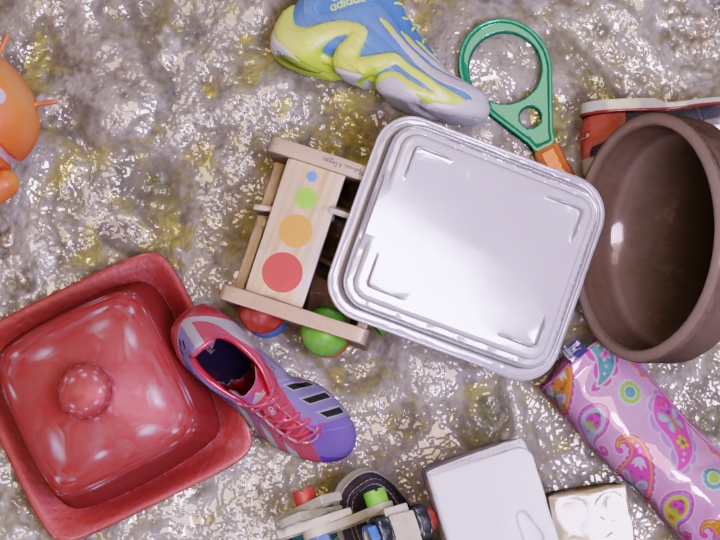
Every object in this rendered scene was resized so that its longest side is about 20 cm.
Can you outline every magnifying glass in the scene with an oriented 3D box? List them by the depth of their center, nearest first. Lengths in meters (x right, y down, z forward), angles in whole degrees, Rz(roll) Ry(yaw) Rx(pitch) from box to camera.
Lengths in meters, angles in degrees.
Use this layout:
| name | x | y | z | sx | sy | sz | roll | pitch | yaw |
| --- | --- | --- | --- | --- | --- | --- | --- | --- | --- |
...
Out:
| name | x | y | z | sx | sy | sz | roll | pitch | yaw |
| --- | --- | --- | --- | --- | --- | --- | --- | --- | --- |
| magnifying glass | 0.149 | -0.124 | 1.666 | 0.079 | 0.022 | 0.201 | -26 | 83 | -1 |

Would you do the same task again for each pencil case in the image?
| name | x | y | z | sx | sy | sz | roll | pitch | yaw |
| --- | --- | --- | --- | --- | --- | --- | --- | --- | --- |
| pencil case | 0.239 | 0.137 | 1.607 | 0.087 | 0.087 | 0.200 | -42 | 83 | -2 |

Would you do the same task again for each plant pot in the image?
| name | x | y | z | sx | sy | sz | roll | pitch | yaw |
| --- | --- | --- | --- | --- | --- | --- | --- | --- | --- |
| plant pot | 0.296 | -0.023 | 1.570 | 0.174 | 0.200 | 0.201 | 2 | 84 | -28 |

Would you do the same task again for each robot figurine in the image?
| name | x | y | z | sx | sy | sz | roll | pitch | yaw |
| --- | --- | --- | --- | --- | --- | --- | --- | --- | --- |
| robot figurine | -0.355 | -0.112 | 1.632 | 0.200 | 0.144 | 0.117 | -37 | 120 | -1 |

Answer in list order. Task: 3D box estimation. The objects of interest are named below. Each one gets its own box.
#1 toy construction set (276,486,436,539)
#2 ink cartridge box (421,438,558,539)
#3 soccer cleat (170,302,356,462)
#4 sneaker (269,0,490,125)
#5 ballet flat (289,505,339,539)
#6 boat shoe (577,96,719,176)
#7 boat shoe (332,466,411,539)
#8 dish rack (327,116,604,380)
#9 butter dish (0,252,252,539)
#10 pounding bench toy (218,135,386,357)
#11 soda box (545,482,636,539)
| name | x | y | z | sx | sy | sz | roll | pitch | yaw |
| --- | --- | --- | --- | --- | --- | --- | --- | --- | --- |
| toy construction set | 0.018 | 0.247 | 1.503 | 0.092 | 0.131 | 0.200 | -28 | 83 | -26 |
| ink cartridge box | 0.109 | 0.215 | 1.546 | 0.086 | 0.200 | 0.147 | -17 | 84 | 0 |
| soccer cleat | -0.077 | 0.103 | 1.592 | 0.067 | 0.077 | 0.200 | -44 | 115 | 6 |
| sneaker | 0.027 | -0.197 | 1.648 | 0.199 | 0.076 | 0.105 | 20 | 85 | 4 |
| ballet flat | -0.051 | 0.266 | 1.620 | 0.200 | 0.076 | 0.064 | -44 | 117 | -3 |
| boat shoe | 0.283 | -0.113 | 1.633 | 0.199 | 0.071 | 0.063 | -2 | 83 | 5 |
| boat shoe | 0.041 | 0.251 | 1.580 | 0.072 | 0.065 | 0.201 | -29 | 109 | -20 |
| dish rack | 0.089 | -0.017 | 1.535 | 0.199 | 0.044 | 0.172 | 20 | 87 | -8 |
| butter dish | -0.215 | 0.102 | 1.593 | 0.199 | 0.148 | 0.201 | -26 | 84 | -1 |
| pounding bench toy | 0.000 | 0.000 | 1.606 | 0.199 | 0.124 | 0.157 | 18 | 86 | 3 |
| soda box | 0.202 | 0.279 | 1.606 | 0.067 | 0.064 | 0.201 | -9 | 85 | 1 |
